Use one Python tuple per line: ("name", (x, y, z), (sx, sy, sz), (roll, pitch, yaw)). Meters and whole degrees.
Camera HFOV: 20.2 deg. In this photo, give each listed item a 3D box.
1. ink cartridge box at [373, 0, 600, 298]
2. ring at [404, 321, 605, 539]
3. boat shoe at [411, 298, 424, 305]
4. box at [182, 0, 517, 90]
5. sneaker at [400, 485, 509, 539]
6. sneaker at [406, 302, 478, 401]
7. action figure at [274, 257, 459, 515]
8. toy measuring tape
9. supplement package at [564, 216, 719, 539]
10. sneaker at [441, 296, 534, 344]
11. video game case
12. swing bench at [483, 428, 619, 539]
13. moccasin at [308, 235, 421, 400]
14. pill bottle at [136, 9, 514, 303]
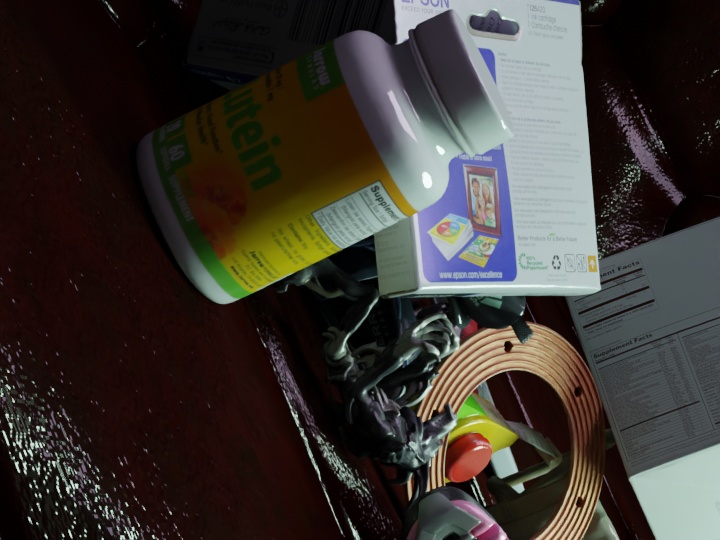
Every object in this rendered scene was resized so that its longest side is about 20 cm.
("ink cartridge box", (0.079, -0.083, 1.310), (0.198, 0.047, 0.200), (0, 82, -47))
("ring", (0.103, 0.136, 1.456), (0.019, 0.200, 0.200), (5, -47, 51))
("boat shoe", (0.032, -0.011, 1.658), (0.074, 0.076, 0.200), (59, 10, -1))
("box", (0.014, -0.149, 1.409), (0.200, 0.184, 0.105), (20, 85, -52))
("sneaker", (0.065, 0.191, 1.340), (0.200, 0.079, 0.095), (65, 2, -49))
("sneaker", (0.062, 0.084, 1.623), (0.200, 0.077, 0.085), (-72, 147, -66))
("action figure", (0.017, 0.057, 1.331), (0.200, 0.102, 0.119), (63, -2, 0))
("toy measuring tape", (0.082, 0.133, 1.514), (0.200, 0.074, 0.074), (30, 34, -54))
("supplement package", (0.269, 0.105, 1.591), (0.191, 0.147, 0.200), (61, 11, -50))
("sneaker", (0.071, -0.009, 1.368), (0.140, 0.078, 0.200), (58, 15, 12))
("video game case", (0.095, 0.086, 1.811), (0.200, 0.022, 0.182), (66, 5, -51))
("swing bench", (0.180, 0.253, 1.621), (0.199, 0.130, 0.200), (65, 15, 0))
("moccasin", (0.000, 0.000, 1.435), (0.200, 0.080, 0.068), (62, 7, -8))
("pill bottle", (-0.018, -0.070, 1.166), (0.111, 0.200, 0.111), (61, 10, -19))
